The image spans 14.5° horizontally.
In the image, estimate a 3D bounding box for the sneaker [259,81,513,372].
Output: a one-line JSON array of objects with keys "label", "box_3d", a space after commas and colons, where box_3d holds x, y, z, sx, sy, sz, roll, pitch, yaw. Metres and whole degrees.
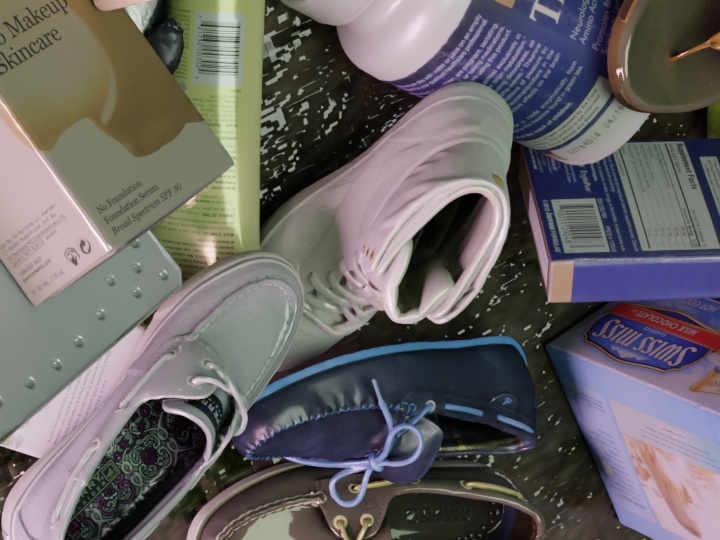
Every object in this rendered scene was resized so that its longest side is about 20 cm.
[{"label": "sneaker", "box_3d": [0.000, 0.000, 1.434, 0.074, 0.116, 0.200, 36, 115, -19]}]

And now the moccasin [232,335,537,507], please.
[{"label": "moccasin", "box_3d": [0.023, 0.079, 1.499, 0.199, 0.080, 0.068, -9, 72, -36]}]

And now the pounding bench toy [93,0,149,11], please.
[{"label": "pounding bench toy", "box_3d": [-0.076, -0.242, 1.315, 0.156, 0.124, 0.201, -35, 110, -49]}]

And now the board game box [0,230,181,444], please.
[{"label": "board game box", "box_3d": [-0.203, -0.022, 1.326, 0.200, 0.026, 0.200, 52, 44, -5]}]

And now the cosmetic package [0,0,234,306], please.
[{"label": "cosmetic package", "box_3d": [-0.163, -0.097, 1.334, 0.200, 0.071, 0.105, 54, 44, -4]}]

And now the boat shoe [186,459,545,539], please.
[{"label": "boat shoe", "box_3d": [0.005, 0.141, 1.536, 0.201, 0.060, 0.072, -5, 103, -27]}]

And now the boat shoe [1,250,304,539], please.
[{"label": "boat shoe", "box_3d": [-0.088, 0.074, 1.374, 0.201, 0.071, 0.070, -48, 118, -17]}]

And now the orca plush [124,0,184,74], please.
[{"label": "orca plush", "box_3d": [-0.134, -0.146, 1.419, 0.105, 0.071, 0.201, -11, 98, 20]}]

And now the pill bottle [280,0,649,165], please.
[{"label": "pill bottle", "box_3d": [0.058, -0.139, 1.478, 0.200, 0.111, 0.111, 22, 89, -30]}]

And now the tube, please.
[{"label": "tube", "box_3d": [-0.081, -0.049, 1.457, 0.052, 0.058, 0.201, -1, 99, -30]}]

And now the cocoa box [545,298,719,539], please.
[{"label": "cocoa box", "box_3d": [0.221, 0.081, 1.560, 0.131, 0.200, 0.134, -32, 114, -18]}]

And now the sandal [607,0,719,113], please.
[{"label": "sandal", "box_3d": [0.216, -0.126, 1.480, 0.199, 0.054, 0.081, -6, 98, -29]}]

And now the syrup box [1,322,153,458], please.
[{"label": "syrup box", "box_3d": [-0.195, 0.036, 1.395, 0.200, 0.081, 0.079, 21, 90, -32]}]

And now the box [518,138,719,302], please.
[{"label": "box", "box_3d": [0.192, -0.030, 1.529, 0.199, 0.121, 0.032, -2, 125, -4]}]

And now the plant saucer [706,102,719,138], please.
[{"label": "plant saucer", "box_3d": [0.293, -0.134, 1.595, 0.199, 0.048, 0.200, -16, 125, -14]}]
